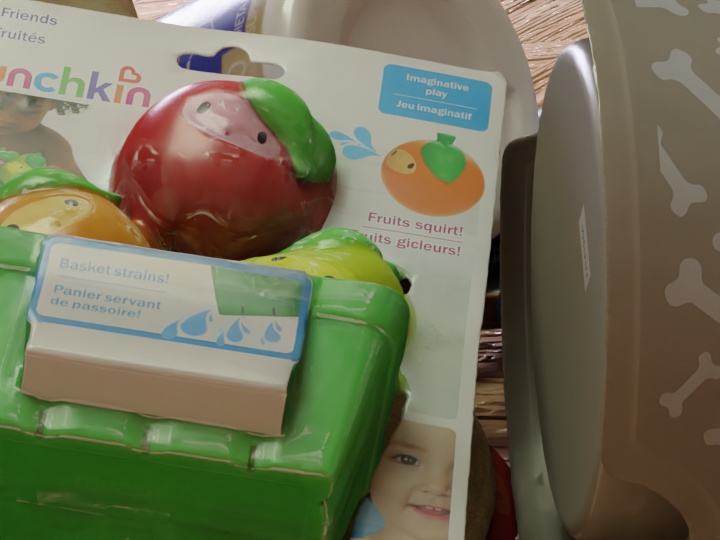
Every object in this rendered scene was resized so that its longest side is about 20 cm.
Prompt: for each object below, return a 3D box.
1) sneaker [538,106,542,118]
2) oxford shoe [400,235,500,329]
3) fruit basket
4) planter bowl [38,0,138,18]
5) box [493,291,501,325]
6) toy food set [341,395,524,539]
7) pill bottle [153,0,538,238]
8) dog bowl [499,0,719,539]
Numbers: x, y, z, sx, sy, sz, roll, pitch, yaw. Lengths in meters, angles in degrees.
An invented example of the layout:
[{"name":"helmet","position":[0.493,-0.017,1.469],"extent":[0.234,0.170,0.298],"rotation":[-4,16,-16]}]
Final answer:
[{"name":"sneaker","position":[0.111,-0.054,1.209],"extent":[0.199,0.085,0.074],"rotation":[4,-10,36]},{"name":"oxford shoe","position":[0.000,0.000,1.139],"extent":[0.199,0.072,0.071],"rotation":[-14,-12,5]},{"name":"fruit basket","position":[-0.052,-0.007,0.864],"extent":[0.184,0.094,0.201],"rotation":[9,53,-1]},{"name":"planter bowl","position":[-0.192,-0.104,1.573],"extent":[0.134,0.201,0.200],"rotation":[31,40,32]},{"name":"box","position":[0.153,-0.027,1.055],"extent":[0.199,0.038,0.137],"rotation":[-18,-21,-12]},{"name":"toy food set","position":[-0.050,0.061,0.916],"extent":[0.197,0.049,0.200],"rotation":[-10,37,-28]},{"name":"pill bottle","position":[-0.044,-0.037,1.050],"extent":[0.199,0.120,0.119],"rotation":[-23,5,45]},{"name":"dog bowl","position":[0.081,0.006,0.850],"extent":[0.058,0.201,0.200],"rotation":[-1,13,-6]}]
